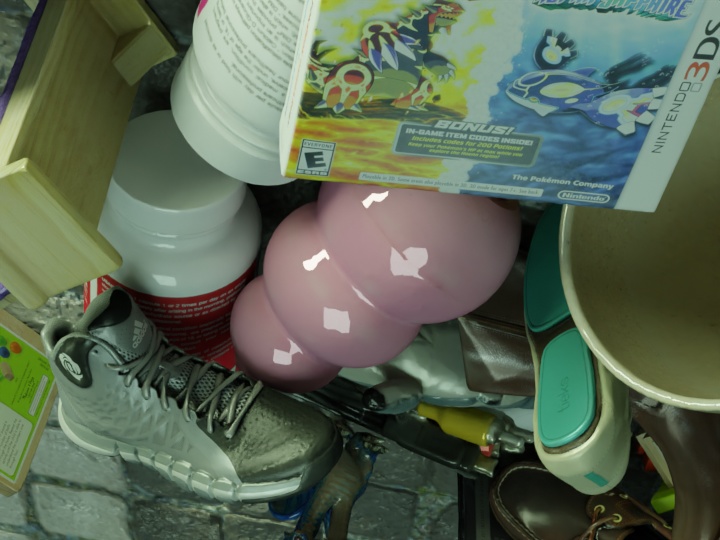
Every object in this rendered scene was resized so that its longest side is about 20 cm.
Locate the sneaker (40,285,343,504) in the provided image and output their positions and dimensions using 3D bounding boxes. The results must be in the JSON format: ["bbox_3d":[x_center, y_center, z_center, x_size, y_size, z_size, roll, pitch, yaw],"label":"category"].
[{"bbox_3d":[-0.111,0.066,0.969,0.199,0.075,0.116,8,134,27],"label":"sneaker"}]

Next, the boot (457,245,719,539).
[{"bbox_3d":[0.145,0.087,1.038,0.199,0.188,0.064,11,176,-9],"label":"boot"}]

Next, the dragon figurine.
[{"bbox_3d":[-0.027,0.153,1.141,0.059,0.100,0.200,25,179,-10],"label":"dragon figurine"}]

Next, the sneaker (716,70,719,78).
[{"bbox_3d":[0.181,-0.140,0.823,0.199,0.074,0.080,-26,135,23],"label":"sneaker"}]

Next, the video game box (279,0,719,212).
[{"bbox_3d":[0.071,-0.109,0.779,0.199,0.047,0.183,5,137,-9],"label":"video game box"}]

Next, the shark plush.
[{"bbox_3d":[0.066,0.059,1.092,0.199,0.091,0.083,4,163,-20],"label":"shark plush"}]

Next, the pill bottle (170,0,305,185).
[{"bbox_3d":[-0.020,-0.139,0.869,0.113,0.114,0.200,26,137,-14],"label":"pill bottle"}]

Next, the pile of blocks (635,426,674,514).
[{"bbox_3d":[0.250,0.170,1.160,0.062,0.082,0.200,-27,125,38],"label":"pile of blocks"}]

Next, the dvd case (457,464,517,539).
[{"bbox_3d":[0.163,0.211,1.184,0.199,0.149,0.016,21,118,-8],"label":"dvd case"}]

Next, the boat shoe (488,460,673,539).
[{"bbox_3d":[0.177,0.187,1.119,0.199,0.071,0.070,27,171,13],"label":"boat shoe"}]

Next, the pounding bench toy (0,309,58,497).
[{"bbox_3d":[-0.329,0.132,1.189,0.124,0.201,0.156,38,133,-26],"label":"pounding bench toy"}]

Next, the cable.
[{"bbox_3d":[0.023,0.093,1.146,0.199,0.051,0.097,24,169,10],"label":"cable"}]

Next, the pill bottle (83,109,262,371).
[{"bbox_3d":[-0.120,-0.002,1.050,0.112,0.113,0.201,13,139,1],"label":"pill bottle"}]

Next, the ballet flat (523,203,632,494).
[{"bbox_3d":[0.133,0.043,0.964,0.069,0.201,0.070,5,140,4],"label":"ballet flat"}]

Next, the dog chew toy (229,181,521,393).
[{"bbox_3d":[0.000,0.000,0.986,0.124,0.125,0.200,38,116,-25],"label":"dog chew toy"}]

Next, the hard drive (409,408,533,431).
[{"bbox_3d":[0.051,0.048,1.124,0.131,0.026,0.200,-20,129,33],"label":"hard drive"}]

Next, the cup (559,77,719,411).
[{"bbox_3d":[0.230,-0.010,0.897,0.200,0.201,0.143,-20,153,33],"label":"cup"}]

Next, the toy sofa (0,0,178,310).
[{"bbox_3d":[-0.176,-0.078,0.915,0.097,0.201,0.083,-19,130,25],"label":"toy sofa"}]
